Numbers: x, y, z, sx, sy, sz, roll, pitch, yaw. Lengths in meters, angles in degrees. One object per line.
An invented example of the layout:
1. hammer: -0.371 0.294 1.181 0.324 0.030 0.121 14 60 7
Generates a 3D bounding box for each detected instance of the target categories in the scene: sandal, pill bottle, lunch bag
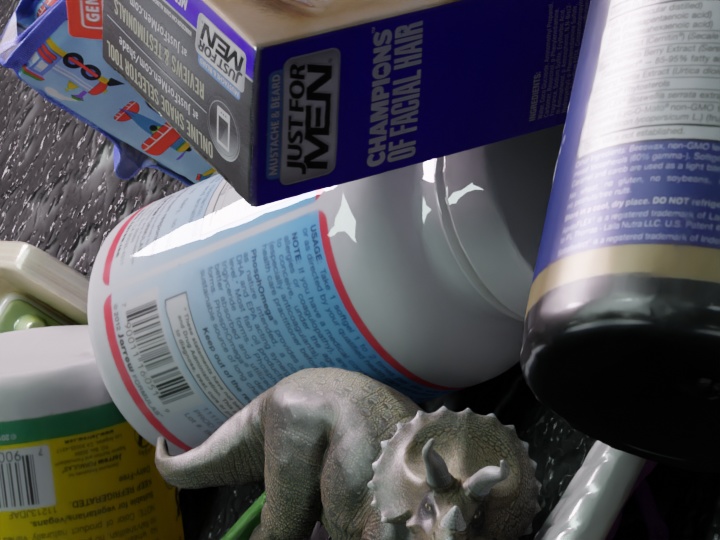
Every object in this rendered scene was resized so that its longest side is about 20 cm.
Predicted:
1. sandal: 0.063 0.123 0.875 0.203 0.050 0.082 -58 0 -19
2. pill bottle: 0.119 -0.049 0.837 0.112 0.111 0.201 -26 45 56
3. pill bottle: 0.000 0.000 1.024 0.199 0.109 0.109 -20 49 40
4. lunch bag: -0.050 -0.115 1.188 0.200 0.150 0.094 -46 30 28
5. pill bottle: -0.124 0.130 1.110 0.113 0.112 0.201 -166 68 -66

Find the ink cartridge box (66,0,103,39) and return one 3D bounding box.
1. ink cartridge box: -0.036 -0.136 1.066 0.201 0.172 0.044 92 -178 -52

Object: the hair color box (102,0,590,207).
1. hair color box: 0.023 -0.094 0.942 0.109 0.199 0.065 43 141 44

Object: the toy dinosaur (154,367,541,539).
1. toy dinosaur: 0.002 0.077 0.964 0.200 0.077 0.103 30 114 53

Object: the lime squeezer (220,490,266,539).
1. lime squeezer: -0.102 0.155 1.213 0.200 0.038 0.071 -38 36 50

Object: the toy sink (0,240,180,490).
1. toy sink: -0.147 0.067 1.241 0.112 0.130 0.200 -61 19 -10
